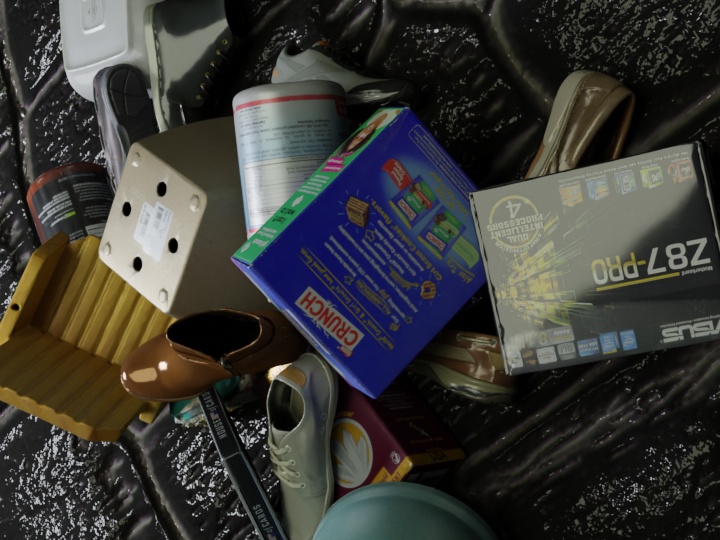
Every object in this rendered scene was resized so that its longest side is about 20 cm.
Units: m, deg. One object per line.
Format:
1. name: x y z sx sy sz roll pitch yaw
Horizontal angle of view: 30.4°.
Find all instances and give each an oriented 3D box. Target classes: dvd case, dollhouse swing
1. dvd case: -0.111 0.218 1.339 0.150 0.025 0.201 -126 13 -58
2. dollhouse swing: -0.294 0.067 1.439 0.199 0.176 0.182 25 91 3

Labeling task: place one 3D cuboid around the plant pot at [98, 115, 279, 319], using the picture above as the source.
1. plant pot: -0.155 -0.044 1.393 0.200 0.177 0.201 35 112 37

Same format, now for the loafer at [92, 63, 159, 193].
1. loafer: -0.270 -0.143 1.558 0.063 0.072 0.201 8 113 52

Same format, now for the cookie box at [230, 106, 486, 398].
1. cookie box: 0.015 -0.018 1.187 0.200 0.171 0.075 -45 16 -10

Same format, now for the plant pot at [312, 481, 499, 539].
1. plant pot: 0.029 0.312 1.195 0.199 0.134 0.201 6 113 15

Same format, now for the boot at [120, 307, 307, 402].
1. boot: -0.155 0.078 1.243 0.199 0.155 0.077 -6 82 12

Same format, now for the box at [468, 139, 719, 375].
1. box: 0.202 -0.009 1.100 0.199 0.049 0.162 -11 93 21

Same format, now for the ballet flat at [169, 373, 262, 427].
1. ballet flat: -0.144 0.124 1.434 0.200 0.064 0.076 -28 55 56

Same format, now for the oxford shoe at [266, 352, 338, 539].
1. oxford shoe: -0.062 0.175 1.266 0.075 0.058 0.201 22 116 41

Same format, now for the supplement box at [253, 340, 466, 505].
1. supplement box: -0.004 0.151 1.314 0.200 0.085 0.111 51 121 30

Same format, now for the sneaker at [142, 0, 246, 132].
1. sneaker: -0.173 -0.210 1.481 0.106 0.075 0.201 -11 96 21

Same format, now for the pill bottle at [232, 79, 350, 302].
1. pill bottle: -0.058 -0.074 1.259 0.108 0.108 0.201 -6 91 42

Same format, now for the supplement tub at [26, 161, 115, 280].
1. supplement tub: -0.324 -0.023 1.593 0.107 0.107 0.201 -38 65 35

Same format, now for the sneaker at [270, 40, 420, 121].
1. sneaker: -0.022 -0.194 1.346 0.200 0.074 0.080 12 92 42

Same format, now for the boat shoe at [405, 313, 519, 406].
1. boat shoe: 0.073 0.066 1.263 0.199 0.076 0.074 20 96 34

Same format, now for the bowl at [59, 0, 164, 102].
1. bowl: -0.293 -0.305 1.590 0.199 0.074 0.201 -6 87 43

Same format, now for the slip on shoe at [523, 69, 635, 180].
1. slip on shoe: 0.187 -0.073 1.156 0.060 0.076 0.201 26 99 46
